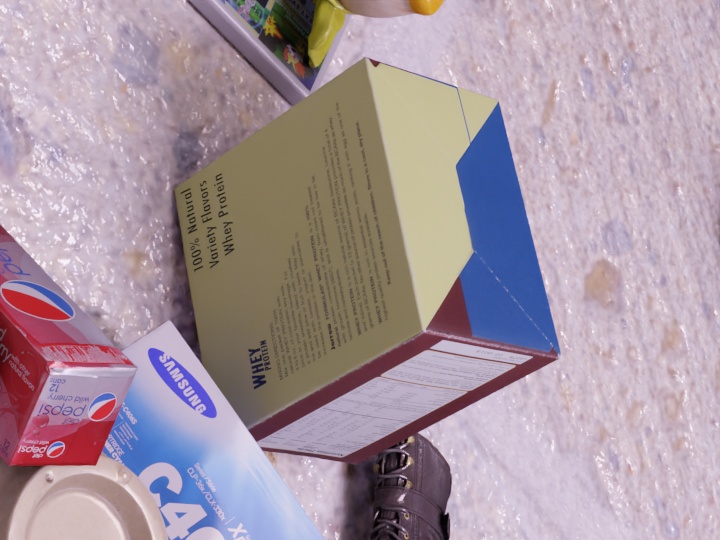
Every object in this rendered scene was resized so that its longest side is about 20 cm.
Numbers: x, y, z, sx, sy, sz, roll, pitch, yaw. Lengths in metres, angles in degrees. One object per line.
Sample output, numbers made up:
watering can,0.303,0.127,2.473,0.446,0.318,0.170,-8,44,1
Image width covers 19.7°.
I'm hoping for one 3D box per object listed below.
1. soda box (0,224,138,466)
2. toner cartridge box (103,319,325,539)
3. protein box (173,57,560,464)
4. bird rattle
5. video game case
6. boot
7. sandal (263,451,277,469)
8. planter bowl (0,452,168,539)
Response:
soda box,-0.214,0.031,1.205,0.063,0.200,0.070,6,116,-45
toner cartridge box,-0.106,0.141,1.328,0.095,0.043,0.200,-34,86,-27
protein box,0.000,0.000,1.400,0.135,0.200,0.199,13,57,-44
bird rattle,0.033,-0.231,1.538,0.200,0.163,0.113,-39,126,-35
video game case,-0.075,-0.252,1.551,0.200,0.022,0.183,44,51,-30
boot,0.018,0.192,1.480,0.200,0.069,0.175,44,46,-61
sandal,-0.088,0.165,1.386,0.078,0.070,0.212,54,47,-21
planter bowl,-0.197,0.174,1.223,0.200,0.135,0.201,15,69,-44
